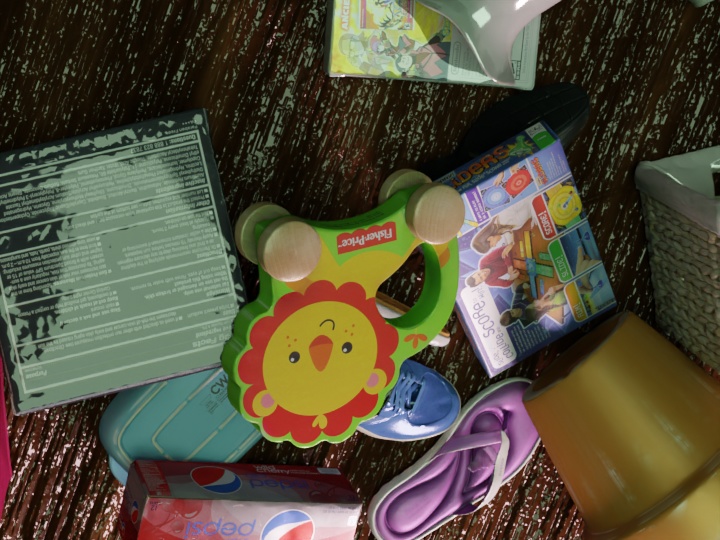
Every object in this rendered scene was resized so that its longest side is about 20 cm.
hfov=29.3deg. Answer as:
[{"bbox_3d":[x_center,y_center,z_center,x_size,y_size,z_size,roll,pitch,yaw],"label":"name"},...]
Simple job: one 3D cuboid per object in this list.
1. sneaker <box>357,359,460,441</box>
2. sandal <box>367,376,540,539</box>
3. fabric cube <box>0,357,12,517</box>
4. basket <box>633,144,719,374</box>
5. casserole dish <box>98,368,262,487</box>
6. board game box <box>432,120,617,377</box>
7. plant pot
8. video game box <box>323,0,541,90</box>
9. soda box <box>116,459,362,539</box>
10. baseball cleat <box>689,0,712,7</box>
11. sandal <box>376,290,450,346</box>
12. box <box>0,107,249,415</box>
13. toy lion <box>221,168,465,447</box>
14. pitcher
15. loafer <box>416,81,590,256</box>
[{"bbox_3d":[0.018,0.101,1.168,0.198,0.111,0.078,22,80,-25],"label":"sneaker"},{"bbox_3d":[0.096,0.183,1.244,0.202,0.050,0.083,-43,106,-1],"label":"sandal"},{"bbox_3d":[-0.383,0.111,1.075,0.194,0.199,0.202,-4,102,-8],"label":"fabric cube"},{"bbox_3d":[0.363,-0.018,1.175,0.196,0.200,0.163,-11,104,-7],"label":"basket"},{"bbox_3d":[-0.138,0.121,1.200,0.200,0.039,0.121,-44,105,0],"label":"casserole dish"},{"bbox_3d":[0.133,-0.014,1.178,0.134,0.035,0.201,-29,129,-2],"label":"board game box"},{"bbox_3d":[0.245,0.144,1.200,0.200,0.200,0.184,-39,89,0],"label":"plant pot"},{"bbox_3d":[0.065,-0.259,1.158,0.180,0.047,0.202,3,100,-13],"label":"video game box"},{"bbox_3d":[-0.103,0.210,1.182,0.198,0.063,0.071,7,111,-25],"label":"soda box"},{"bbox_3d":[0.263,-0.278,1.175,0.198,0.070,0.108,-4,101,-8],"label":"baseball cleat"},{"bbox_3d":[-0.002,-0.002,1.184,0.205,0.079,0.060,26,94,-22],"label":"sandal"},{"bbox_3d":[-0.197,-0.005,1.107,0.198,0.123,0.201,-13,88,-6],"label":"box"},{"bbox_3d":[-0.013,0.036,1.058,0.198,0.069,0.194,-15,112,-23],"label":"toy lion"},{"bbox_3d":[0.114,-0.276,1.089,0.171,0.121,0.201,37,103,-2],"label":"pitcher"},{"bbox_3d":[0.118,-0.087,1.195,0.199,0.073,0.072,-35,139,4],"label":"loafer"}]
